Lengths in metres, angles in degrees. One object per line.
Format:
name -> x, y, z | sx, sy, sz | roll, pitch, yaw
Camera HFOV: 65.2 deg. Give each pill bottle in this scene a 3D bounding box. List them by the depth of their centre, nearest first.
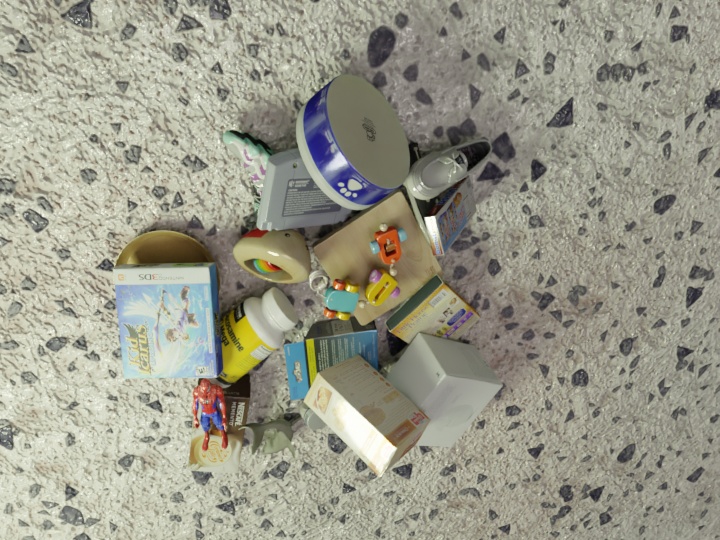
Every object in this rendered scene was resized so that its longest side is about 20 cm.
pill bottle -> -0.221, 0.127, 1.101 | 0.198, 0.113, 0.113 | -38, 117, 8

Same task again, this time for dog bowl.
dog bowl -> -0.008, -0.210, 0.925 | 0.078, 0.204, 0.199 | -25, 125, 41

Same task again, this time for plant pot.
plant pot -> -0.363, 0.016, 1.067 | 0.192, 0.028, 0.207 | -4, 116, -8

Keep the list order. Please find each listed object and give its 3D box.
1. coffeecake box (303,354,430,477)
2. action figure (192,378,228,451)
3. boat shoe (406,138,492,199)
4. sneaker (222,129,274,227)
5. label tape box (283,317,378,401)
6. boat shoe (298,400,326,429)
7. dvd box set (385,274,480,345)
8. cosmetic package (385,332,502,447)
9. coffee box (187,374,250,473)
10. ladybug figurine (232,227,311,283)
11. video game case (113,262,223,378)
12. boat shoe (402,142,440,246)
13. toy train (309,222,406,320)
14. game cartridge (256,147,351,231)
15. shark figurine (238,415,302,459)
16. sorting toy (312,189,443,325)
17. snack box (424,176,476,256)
coffeecake box -> 0.015, 0.266, 1.067 | 0.152, 0.198, 0.075 | -9, 133, -59
action figure -> -0.287, 0.277, 1.080 | 0.063, 0.053, 0.205 | 0, 129, -5
boat shoe -> 0.163, -0.185, 0.997 | 0.196, 0.068, 0.074 | -23, 89, -36
sneaker -> -0.179, -0.143, 0.998 | 0.197, 0.078, 0.142 | 31, 106, -22
label tape box -> -0.061, 0.184, 1.188 | 0.192, 0.064, 0.149 | -7, 118, -8
boat shoe -> -0.044, 0.284, 1.239 | 0.195, 0.065, 0.074 | -21, 124, -25
dvd box set -> 0.154, 0.103, 1.170 | 0.146, 0.030, 0.199 | -43, 139, 11
cosmetic package -> 0.159, 0.260, 1.200 | 0.196, 0.124, 0.202 | 16, 117, -41
coffee box -> -0.300, 0.323, 1.199 | 0.110, 0.080, 0.206 | 8, 114, -15
ladybug figurine -> -0.156, -0.031, 1.014 | 0.134, 0.197, 0.074 | 32, 69, -32
video game case -> -0.346, 0.092, 1.020 | 0.174, 0.046, 0.208 | -1, 100, 3
boat shoe -> 0.117, -0.134, 1.031 | 0.059, 0.074, 0.206 | -23, 83, 5
toy train -> 0.000, 0.000, 1.035 | 0.195, 0.056, 0.154 | -27, 121, -8
game cartridge -> -0.084, -0.142, 0.964 | 0.196, 0.041, 0.136 | -11, 131, -43
shark figurine -> -0.169, 0.362, 1.200 | 0.125, 0.091, 0.216 | -26, 155, -9
sorting toy -> 0.032, -0.031, 1.099 | 0.195, 0.070, 0.203 | -31, 118, 5
snack box -> 0.169, -0.104, 1.028 | 0.024, 0.200, 0.074 | -3, 116, 31
